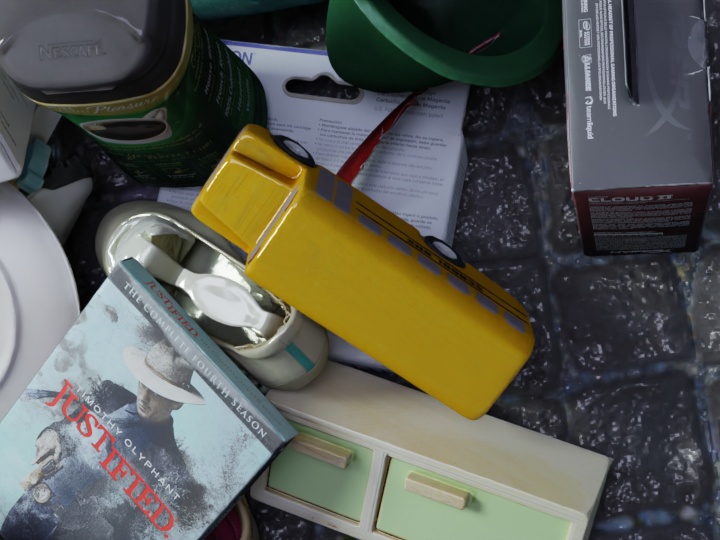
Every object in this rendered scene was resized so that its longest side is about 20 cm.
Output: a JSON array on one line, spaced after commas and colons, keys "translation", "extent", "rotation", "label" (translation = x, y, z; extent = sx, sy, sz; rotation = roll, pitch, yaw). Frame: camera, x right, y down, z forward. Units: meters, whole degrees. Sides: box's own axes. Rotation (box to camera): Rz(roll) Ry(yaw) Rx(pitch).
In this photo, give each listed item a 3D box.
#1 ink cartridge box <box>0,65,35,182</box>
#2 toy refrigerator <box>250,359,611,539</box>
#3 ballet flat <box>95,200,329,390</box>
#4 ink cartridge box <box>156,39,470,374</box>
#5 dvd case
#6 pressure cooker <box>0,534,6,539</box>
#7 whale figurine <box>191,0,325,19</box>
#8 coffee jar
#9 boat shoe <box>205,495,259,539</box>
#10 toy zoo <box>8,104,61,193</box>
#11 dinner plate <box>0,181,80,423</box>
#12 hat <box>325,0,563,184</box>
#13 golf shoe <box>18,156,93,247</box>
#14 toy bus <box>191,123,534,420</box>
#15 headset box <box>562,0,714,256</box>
[{"translation": [-0.278, -0.128, 0.799], "extent": [0.147, 0.086, 0.200], "rotation": [-16, 43, 9], "label": "ink cartridge box"}, {"translation": [0.038, 0.125, 0.773], "extent": [0.199, 0.070, 0.076], "rotation": [19, 119, 15], "label": "toy refrigerator"}, {"translation": [-0.103, 0.004, 0.785], "extent": [0.200, 0.069, 0.070], "rotation": [29, 87, 29], "label": "ballet flat"}, {"translation": [-0.034, -0.043, 0.850], "extent": [0.196, 0.043, 0.201], "rotation": [9, 78, 14], "label": "ink cartridge box"}, {"translation": [-0.145, 0.112, 0.776], "extent": [0.146, 0.022, 0.200], "rotation": [46, 113, 11], "label": "dvd case"}, {"translation": [-0.285, 0.230, 0.772], "extent": [0.178, 0.200, 0.176], "rotation": [-30, 76, 6], "label": "pressure cooker"}, {"translation": [-0.074, -0.205, 0.853], "extent": [0.200, 0.104, 0.159], "rotation": [-35, 41, 6], "label": "whale figurine"}, {"translation": [-0.129, -0.116, 0.760], "extent": [0.104, 0.200, 0.086], "rotation": [-3, 77, 11], "label": "coffee jar"}, {"translation": [-0.128, 0.104, 0.819], "extent": [0.074, 0.069, 0.200], "rotation": [-36, 78, -21], "label": "boat shoe"}, {"translation": [-0.265, -0.095, 0.873], "extent": [0.200, 0.020, 0.131], "rotation": [35, 89, 44], "label": "toy zoo"}, {"translation": [-0.271, 0.027, 0.817], "extent": [0.199, 0.024, 0.201], "rotation": [2, 101, 11], "label": "dinner plate"}, {"translation": [0.008, -0.134, 0.827], "extent": [0.166, 0.200, 0.176], "rotation": [51, 138, 6], "label": "hat"}, {"translation": [-0.228, 0.018, 0.870], "extent": [0.094, 0.078, 0.200], "rotation": [40, 97, 5], "label": "golf shoe"}, {"translation": [0.000, 0.000, 0.744], "extent": [0.200, 0.078, 0.065], "rotation": [33, 108, -11], "label": "toy bus"}, {"translation": [0.156, -0.099, 0.736], "extent": [0.075, 0.200, 0.149], "rotation": [-3, 80, 11], "label": "headset box"}]
